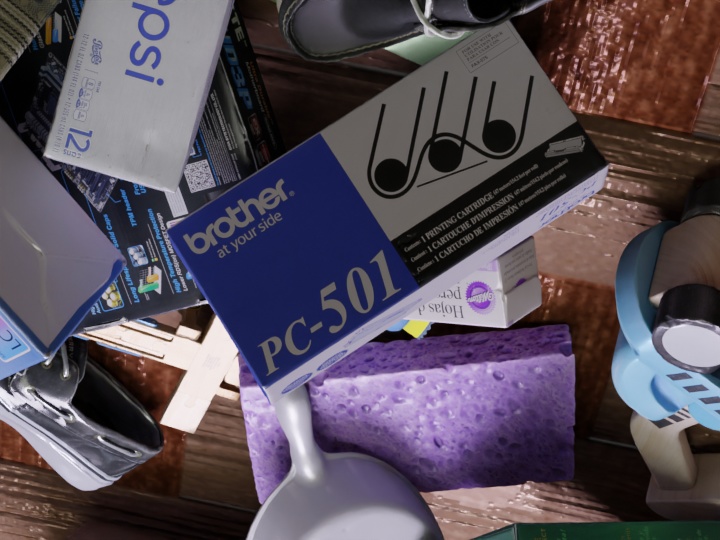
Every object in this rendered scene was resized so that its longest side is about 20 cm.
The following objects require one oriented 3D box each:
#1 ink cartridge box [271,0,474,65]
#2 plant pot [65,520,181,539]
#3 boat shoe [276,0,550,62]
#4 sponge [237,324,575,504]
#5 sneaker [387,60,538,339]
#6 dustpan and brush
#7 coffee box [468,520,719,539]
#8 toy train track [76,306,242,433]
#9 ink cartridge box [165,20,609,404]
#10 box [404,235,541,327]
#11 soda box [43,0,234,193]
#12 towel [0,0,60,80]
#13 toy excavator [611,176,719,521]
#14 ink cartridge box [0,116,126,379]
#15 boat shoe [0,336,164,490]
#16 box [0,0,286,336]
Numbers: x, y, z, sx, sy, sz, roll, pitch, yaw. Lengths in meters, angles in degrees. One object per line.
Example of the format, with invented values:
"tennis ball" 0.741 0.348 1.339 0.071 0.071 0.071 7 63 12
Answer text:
"ink cartridge box" 0.027 -0.176 1.007 0.144 0.048 0.201 22 131 -10
"plant pot" -0.128 0.250 1.360 0.173 0.201 0.201 27 135 12
"boat shoe" 0.041 -0.141 0.960 0.199 0.068 0.072 -19 130 28
"sponge" 0.030 0.089 1.245 0.198 0.030 0.112 -5 133 2
"sneaker" 0.032 -0.043 1.117 0.078 0.066 0.201 23 133 -6
"dustpan and brush" -0.021 0.139 1.227 0.139 0.057 0.201 -25 133 -17
"coffee box" 0.140 0.181 1.241 0.198 0.044 0.123 4 161 -32
"toy train track" -0.127 0.032 1.233 0.198 0.033 0.115 19 125 -18
"ink cartridge box" 0.014 -0.030 1.014 0.199 0.094 0.044 -32 168 -5
"box" 0.000 0.000 1.102 0.198 0.041 0.039 4 111 33
"soda box" -0.090 -0.144 0.982 0.068 0.063 0.202 15 101 -5
"towel" -0.239 -0.151 0.964 0.192 0.201 0.035 38 151 -9
"toy excavator" 0.191 0.060 1.178 0.194 0.101 0.199 35 143 -22
"ink cartridge box" -0.227 -0.005 1.060 0.137 0.076 0.199 49 145 -13
"boat shoe" -0.194 0.058 1.264 0.070 0.073 0.200 -26 134 20
"box" -0.126 -0.075 1.078 0.158 0.046 0.202 -14 103 23
